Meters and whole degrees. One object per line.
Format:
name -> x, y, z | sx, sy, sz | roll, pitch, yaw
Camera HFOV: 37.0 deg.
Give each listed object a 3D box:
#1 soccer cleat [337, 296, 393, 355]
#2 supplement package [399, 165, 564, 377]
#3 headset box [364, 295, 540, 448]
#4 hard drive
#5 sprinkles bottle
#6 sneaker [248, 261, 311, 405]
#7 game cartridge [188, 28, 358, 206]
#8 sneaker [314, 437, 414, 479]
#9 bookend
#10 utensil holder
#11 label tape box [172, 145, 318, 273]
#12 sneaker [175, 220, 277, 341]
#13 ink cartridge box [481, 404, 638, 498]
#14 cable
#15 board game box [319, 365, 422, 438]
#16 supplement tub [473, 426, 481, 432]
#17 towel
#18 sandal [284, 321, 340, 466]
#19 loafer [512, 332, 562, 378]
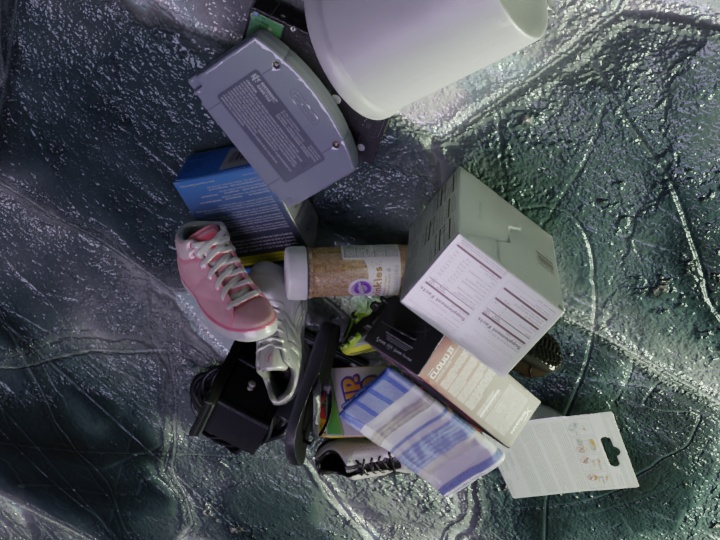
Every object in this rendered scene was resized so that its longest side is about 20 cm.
soccer cleat -> 0.028, 0.089, 1.477 | 0.083, 0.066, 0.200 | 26, 158, -13
supplement package -> 0.142, -0.003, 1.269 | 0.155, 0.201, 0.111 | 36, 115, -11
headset box -> 0.106, 0.118, 1.337 | 0.199, 0.076, 0.148 | 40, 174, -30
hard drive -> -0.051, -0.225, 1.278 | 0.197, 0.038, 0.141 | 23, 135, 0
sprinkles bottle -> 0.000, 0.000, 1.392 | 0.196, 0.069, 0.069 | -2, 134, -7
sneaker -> -0.110, 0.089, 1.438 | 0.076, 0.100, 0.203 | -8, 112, 14
game cartridge -> -0.095, -0.180, 1.274 | 0.132, 0.041, 0.201 | -24, 117, 31
sneaker -> 0.023, 0.267, 1.520 | 0.197, 0.080, 0.075 | -4, 115, 30
bookend -> -0.115, 0.183, 1.559 | 0.196, 0.201, 0.093 | 28, 136, -3
utensil holder -> 0.070, -0.271, 1.100 | 0.198, 0.171, 0.171 | -20, 121, 31
label tape box -> -0.138, -0.069, 1.436 | 0.142, 0.064, 0.202 | -7, 129, 27
sneaker -> -0.179, 0.006, 1.378 | 0.200, 0.075, 0.106 | 39, 143, 42
ink cartridge box -> 0.291, 0.259, 1.576 | 0.197, 0.058, 0.164 | -14, 124, 21
cable -> -0.205, 0.224, 1.738 | 0.198, 0.051, 0.164 | -20, 120, 36
board game box -> 0.030, 0.181, 1.488 | 0.196, 0.098, 0.030 | -5, 167, 23
supplement tub -> 0.104, 0.201, 1.551 | 0.198, 0.108, 0.107 | -26, 117, 37
towel -> 0.078, 0.216, 1.411 | 0.199, 0.024, 0.147 | 38, 138, -8
sandal -> -0.059, 0.173, 1.467 | 0.042, 0.076, 0.204 | 17, 95, 14
loafer -> 0.165, 0.088, 1.389 | 0.198, 0.074, 0.071 | 32, 134, -11
